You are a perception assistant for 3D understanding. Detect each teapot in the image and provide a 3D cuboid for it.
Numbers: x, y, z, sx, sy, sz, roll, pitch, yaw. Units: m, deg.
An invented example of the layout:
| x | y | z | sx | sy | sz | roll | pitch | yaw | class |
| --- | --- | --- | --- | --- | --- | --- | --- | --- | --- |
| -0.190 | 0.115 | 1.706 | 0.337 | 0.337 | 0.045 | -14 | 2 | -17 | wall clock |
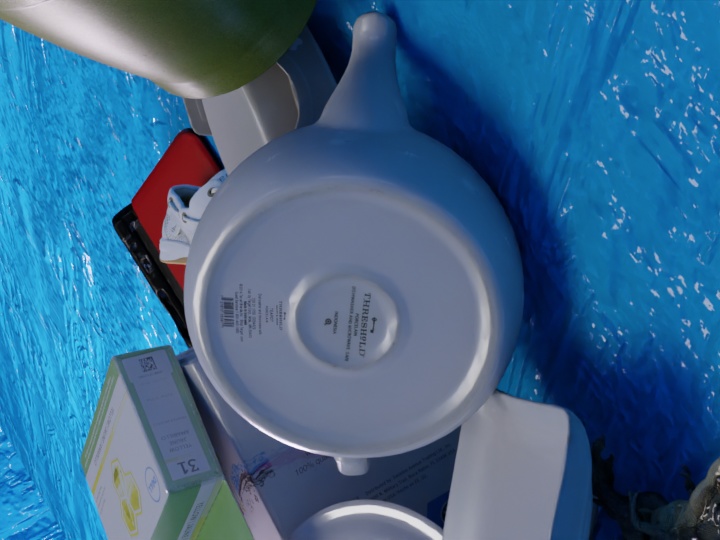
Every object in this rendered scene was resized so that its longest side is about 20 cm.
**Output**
| x | y | z | sx | sy | sz | roll | pitch | yaw | class |
| --- | --- | --- | --- | --- | --- | --- | --- | --- | --- |
| 0.000 | 0.000 | 1.002 | 0.197 | 0.200 | 0.146 | 45 | -159 | -15 | teapot |

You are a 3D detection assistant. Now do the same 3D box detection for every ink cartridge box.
| x | y | z | sx | sy | sz | roll | pitch | yaw | class |
| --- | --- | --- | --- | --- | --- | --- | --- | --- | --- |
| -0.024 | 0.118 | 1.218 | 0.200 | 0.147 | 0.145 | 64 | 161 | -3 | ink cartridge box |
| -0.118 | 0.169 | 1.159 | 0.200 | 0.048 | 0.146 | 65 | 151 | 26 | ink cartridge box |

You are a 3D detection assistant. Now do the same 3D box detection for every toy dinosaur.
| x | y | z | sx | sy | sz | roll | pitch | yaw | class |
| --- | --- | --- | --- | --- | --- | --- | --- | --- | --- |
| 0.150 | 0.133 | 0.955 | 0.088 | 0.047 | 0.200 | 48 | 160 | 19 | toy dinosaur |

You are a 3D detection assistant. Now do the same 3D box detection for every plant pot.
| x | y | z | sx | sy | sz | roll | pitch | yaw | class |
| --- | --- | --- | --- | --- | --- | --- | --- | --- | --- |
| -0.121 | -0.193 | 0.968 | 0.200 | 0.200 | 0.193 | 44 | -175 | 41 | plant pot |

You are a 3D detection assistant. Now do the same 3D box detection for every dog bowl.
| x | y | z | sx | sy | sz | roll | pitch | yaw | class |
| --- | --- | --- | --- | --- | --- | --- | --- | --- | --- |
| -0.056 | -0.087 | 1.131 | 0.200 | 0.059 | 0.200 | 90 | 154 | -58 | dog bowl |

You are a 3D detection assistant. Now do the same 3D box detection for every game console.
| x | y | z | sx | sy | sz | roll | pitch | yaw | class |
| --- | --- | --- | --- | --- | --- | --- | --- | --- | --- |
| -0.098 | 0.008 | 1.457 | 0.200 | 0.119 | 0.172 | 57 | -169 | 17 | game console |

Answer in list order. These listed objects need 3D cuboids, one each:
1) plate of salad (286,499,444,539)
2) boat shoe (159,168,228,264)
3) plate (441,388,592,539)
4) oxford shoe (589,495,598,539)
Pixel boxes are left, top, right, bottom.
| x | y | z | sx | sy | sz | roll | pitch | yaw | class |
| --- | --- | --- | --- | --- | --- | --- | --- | --- | --- |
| 0.018 | 0.237 | 1.091 | 0.200 | 0.048 | 0.201 | 2 | 93 | 39 | plate of salad |
| -0.094 | -0.039 | 1.302 | 0.200 | 0.071 | 0.070 | 2 | 99 | 56 | boat shoe |
| 0.077 | 0.164 | 0.941 | 0.200 | 0.032 | 0.200 | -175 | 96 | -80 | plate |
| 0.122 | 0.190 | 1.088 | 0.075 | 0.058 | 0.200 | -98 | 13 | -51 | oxford shoe |
